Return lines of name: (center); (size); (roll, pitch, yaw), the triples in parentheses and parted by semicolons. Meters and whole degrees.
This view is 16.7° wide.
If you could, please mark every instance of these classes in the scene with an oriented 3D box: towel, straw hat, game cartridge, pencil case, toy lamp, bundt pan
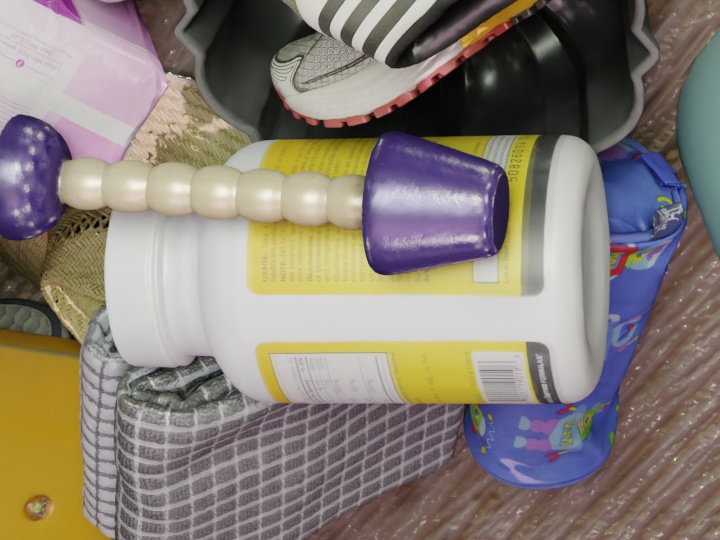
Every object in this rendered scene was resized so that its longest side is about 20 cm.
towel: (-0.032, 0.061, 1.164); (0.200, 0.086, 0.166); (-22, 146, -20)
straw hat: (-0.106, 0.000, 1.187); (0.201, 0.085, 0.201); (6, 138, 6)
game cartridge: (-0.207, 0.106, 1.225); (0.200, 0.032, 0.176); (13, 110, -36)
pencil case: (0.101, 0.018, 1.169); (0.087, 0.078, 0.200); (-9, 140, -17)
toy lamp: (-0.042, -0.031, 0.960); (0.200, 0.058, 0.058); (6, 138, 14)
bundt pan: (0.026, -0.119, 1.035); (0.202, 0.076, 0.202); (6, 138, 5)

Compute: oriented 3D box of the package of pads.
package of pads: (-0.180, -0.121, 1.010); (0.200, 0.121, 0.076); (26, 113, -35)

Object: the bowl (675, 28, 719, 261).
bowl: (0.234, -0.025, 1.072); (0.201, 0.105, 0.201); (7, 138, 6)

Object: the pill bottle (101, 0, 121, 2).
pill bottle: (-0.149, -0.201, 0.959); (0.200, 0.112, 0.112); (32, 134, -21)

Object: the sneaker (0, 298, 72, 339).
sneaker: (-0.203, 0.098, 1.328); (0.202, 0.077, 0.146); (-27, 135, 24)

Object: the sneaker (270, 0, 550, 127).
sneaker: (0.030, -0.124, 0.933); (0.082, 0.078, 0.200); (50, 132, -5)

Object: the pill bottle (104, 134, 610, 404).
pill bottle: (0.000, 0.000, 1.031); (0.200, 0.112, 0.112); (0, 137, 13)

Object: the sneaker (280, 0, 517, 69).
sneaker: (0.036, -0.160, 0.832); (0.115, 0.076, 0.201); (36, 119, 27)
